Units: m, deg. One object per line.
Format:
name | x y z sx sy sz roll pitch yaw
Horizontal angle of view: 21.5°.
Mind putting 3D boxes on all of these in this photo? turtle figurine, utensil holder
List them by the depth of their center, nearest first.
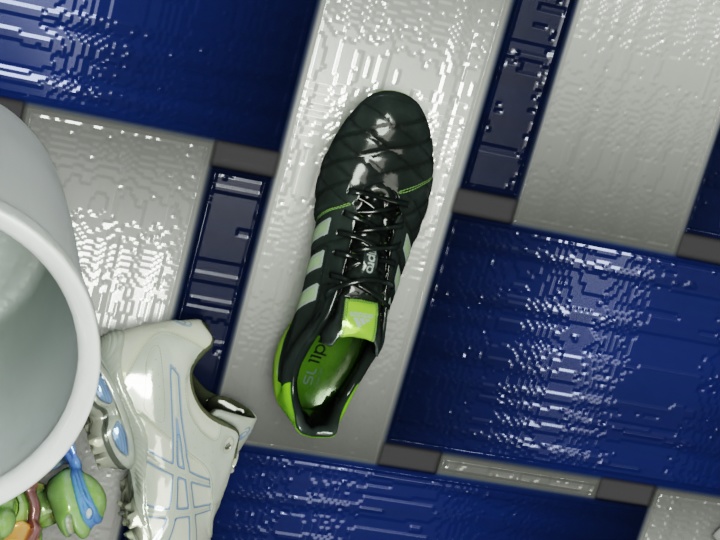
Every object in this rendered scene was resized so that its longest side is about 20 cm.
utensil holder | -0.221 0.005 0.953 0.169 0.200 0.170 -4 113 -10
turtle figurine | -0.230 0.195 1.054 0.193 0.144 0.201 -10 101 1

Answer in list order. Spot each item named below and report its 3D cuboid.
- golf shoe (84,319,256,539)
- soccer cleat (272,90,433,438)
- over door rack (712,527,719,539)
golf shoe | -0.098 0.120 1.096 0.097 0.078 0.200 -21 116 -10
soccer cleat | 0.000 0.000 1.061 0.067 0.081 0.200 12 109 -16
over door rack | 0.346 0.185 1.216 0.200 0.067 0.148 39 99 -23
